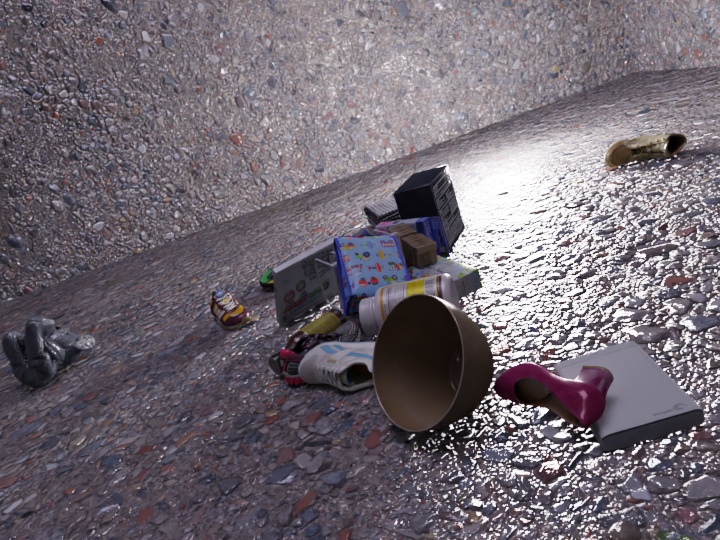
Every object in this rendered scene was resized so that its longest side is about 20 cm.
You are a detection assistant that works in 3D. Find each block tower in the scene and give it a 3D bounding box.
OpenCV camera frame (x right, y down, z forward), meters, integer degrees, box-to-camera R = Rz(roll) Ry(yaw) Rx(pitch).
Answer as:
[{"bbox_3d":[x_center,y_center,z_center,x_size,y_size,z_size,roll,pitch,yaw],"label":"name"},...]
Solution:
[{"bbox_3d":[0.128,-0.065,1.555,0.053,0.059,0.200,-18,22,-13],"label":"block tower"}]

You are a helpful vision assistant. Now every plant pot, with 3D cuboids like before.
[{"bbox_3d":[0.130,0.147,0.963,0.133,0.205,0.199,13,-5,-37],"label":"plant pot"}]

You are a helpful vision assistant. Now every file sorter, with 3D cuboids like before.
[{"bbox_3d":[0.000,0.000,1.544,0.198,0.141,0.124,-27,24,-25],"label":"file sorter"}]

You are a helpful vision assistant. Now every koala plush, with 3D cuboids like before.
[{"bbox_3d":[-0.901,0.238,1.821,0.175,0.187,0.199,-24,-7,24],"label":"koala plush"}]

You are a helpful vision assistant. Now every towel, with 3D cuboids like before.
[{"bbox_3d":[0.111,-0.210,2.162,0.163,0.087,0.200,-23,18,-10],"label":"towel"}]

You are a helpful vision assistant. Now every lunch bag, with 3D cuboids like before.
[{"bbox_3d":[0.024,-0.011,1.411,0.147,0.095,0.203,-4,58,-13],"label":"lunch bag"}]

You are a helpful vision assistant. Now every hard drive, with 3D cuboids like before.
[{"bbox_3d":[0.365,0.168,0.870,0.130,0.027,0.200,-18,18,5],"label":"hard drive"}]

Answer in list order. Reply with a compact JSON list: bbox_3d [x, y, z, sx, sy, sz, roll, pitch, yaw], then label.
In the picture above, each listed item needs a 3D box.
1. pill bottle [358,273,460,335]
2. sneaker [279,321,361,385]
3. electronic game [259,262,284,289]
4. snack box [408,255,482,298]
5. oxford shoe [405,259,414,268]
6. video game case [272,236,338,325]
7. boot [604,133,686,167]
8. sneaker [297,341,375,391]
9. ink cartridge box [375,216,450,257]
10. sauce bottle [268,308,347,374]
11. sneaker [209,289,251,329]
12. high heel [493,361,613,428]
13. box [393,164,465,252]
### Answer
[{"bbox_3d":[0.100,0.078,1.273,0.196,0.111,0.109,-13,18,19],"label":"pill bottle"},{"bbox_3d":[-0.078,0.158,1.282,0.199,0.076,0.080,-31,21,-35],"label":"sneaker"},{"bbox_3d":[-0.224,0.004,1.945,0.196,0.042,0.200,-18,18,6],"label":"electronic game"},{"bbox_3d":[0.172,0.027,1.444,0.140,0.054,0.199,-23,18,-17],"label":"snack box"},{"bbox_3d":[0.098,-0.026,1.655,0.198,0.072,0.071,-3,24,45],"label":"oxford shoe"},{"bbox_3d":[-0.134,0.027,1.577,0.198,0.184,0.024,-29,51,-30],"label":"video game case"},{"bbox_3d":[0.850,-0.360,1.856,0.197,0.074,0.155,-18,14,-15],"label":"boot"},{"bbox_3d":[-0.038,0.183,1.167,0.197,0.078,0.081,-12,20,27],"label":"sneaker"},{"bbox_3d":[0.139,-0.077,1.677,0.197,0.121,0.042,-4,22,39],"label":"ink cartridge box"},{"bbox_3d":[-0.114,0.154,1.346,0.064,0.066,0.199,1,25,47],"label":"sauce bottle"},{"bbox_3d":[-0.373,0.103,1.725,0.074,0.092,0.198,-29,20,-32],"label":"sneaker"},{"bbox_3d":[0.253,0.183,0.871,0.198,0.068,0.096,-10,27,49],"label":"high heel"},{"bbox_3d":[0.197,-0.168,1.755,0.121,0.202,0.200,-9,19,26],"label":"box"}]
